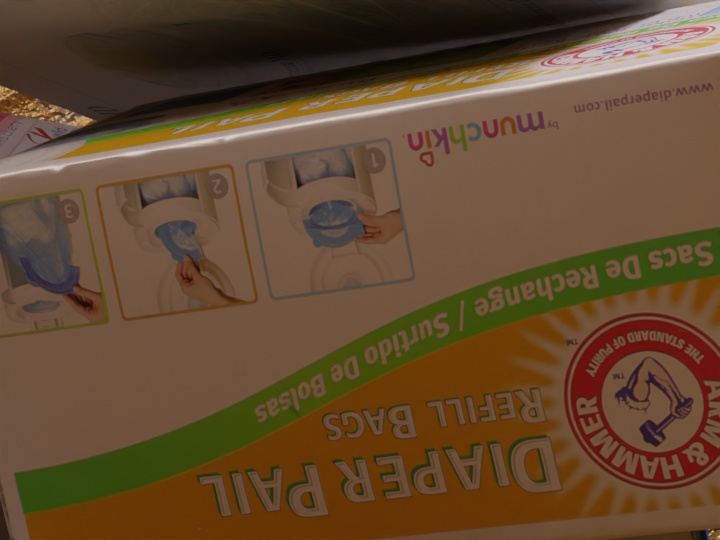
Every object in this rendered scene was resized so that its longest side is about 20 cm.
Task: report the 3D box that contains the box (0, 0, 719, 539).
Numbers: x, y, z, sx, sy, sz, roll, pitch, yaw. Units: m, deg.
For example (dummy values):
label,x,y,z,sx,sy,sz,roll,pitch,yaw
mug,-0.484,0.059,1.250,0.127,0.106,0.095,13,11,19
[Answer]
label,x,y,z,sx,sy,sz,roll,pitch,yaw
box,0.019,0.004,0.644,0.199,0.102,0.112,-8,10,23

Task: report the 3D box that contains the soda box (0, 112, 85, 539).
label,x,y,z,sx,sy,sz,roll,pitch,yaw
soda box,-0.116,0.056,0.818,0.063,0.201,0.070,10,20,3

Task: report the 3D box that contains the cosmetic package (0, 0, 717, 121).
label,x,y,z,sx,sy,sz,roll,pitch,yaw
cosmetic package,-0.009,-0.113,0.721,0.199,0.124,0.199,-3,-8,23

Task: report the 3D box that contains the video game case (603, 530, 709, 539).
label,x,y,z,sx,sy,sz,roll,pitch,yaw
video game case,-0.001,0.072,0.714,0.180,0.046,0.200,-11,10,7
